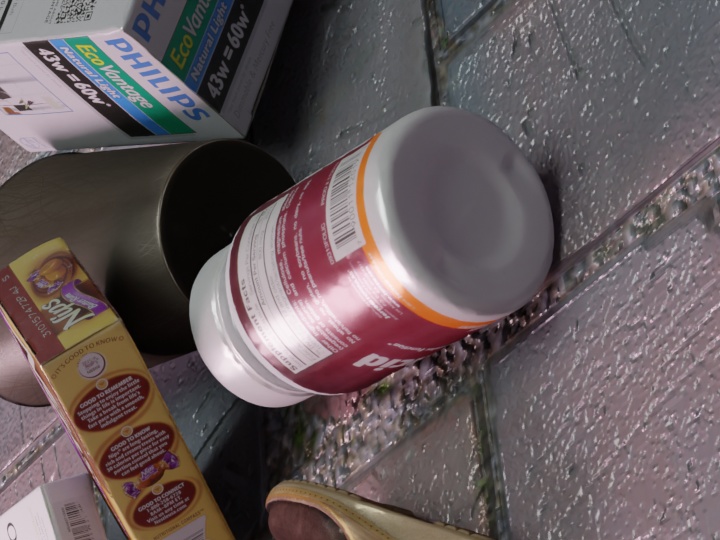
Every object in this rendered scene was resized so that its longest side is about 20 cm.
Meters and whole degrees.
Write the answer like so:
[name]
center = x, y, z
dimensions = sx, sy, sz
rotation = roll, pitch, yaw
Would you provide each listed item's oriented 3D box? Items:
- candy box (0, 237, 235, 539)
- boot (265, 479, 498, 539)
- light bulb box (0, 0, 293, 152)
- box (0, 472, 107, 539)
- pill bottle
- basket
[candy box]
center = -0.137, 0.092, 1.449
dimensions = 0.056, 0.200, 0.117
rotation = -31, 33, -8
[boot]
center = -0.008, 0.200, 1.291
dimensions = 0.200, 0.072, 0.167
rotation = 11, 82, 56
[light bulb box]
center = -0.146, -0.191, 1.584
dimensions = 0.199, 0.125, 0.199
rotation = 0, 61, 41
[box]
center = -0.193, 0.218, 1.542
dimensions = 0.200, 0.036, 0.145
rotation = -38, 67, 58
[pill bottle]
center = 0.000, 0.000, 1.341
dimensions = 0.200, 0.114, 0.115
rotation = -29, 51, 50
[basket]
center = -0.132, -0.010, 1.546
dimensions = 0.200, 0.136, 0.181
rotation = -13, 40, 50
